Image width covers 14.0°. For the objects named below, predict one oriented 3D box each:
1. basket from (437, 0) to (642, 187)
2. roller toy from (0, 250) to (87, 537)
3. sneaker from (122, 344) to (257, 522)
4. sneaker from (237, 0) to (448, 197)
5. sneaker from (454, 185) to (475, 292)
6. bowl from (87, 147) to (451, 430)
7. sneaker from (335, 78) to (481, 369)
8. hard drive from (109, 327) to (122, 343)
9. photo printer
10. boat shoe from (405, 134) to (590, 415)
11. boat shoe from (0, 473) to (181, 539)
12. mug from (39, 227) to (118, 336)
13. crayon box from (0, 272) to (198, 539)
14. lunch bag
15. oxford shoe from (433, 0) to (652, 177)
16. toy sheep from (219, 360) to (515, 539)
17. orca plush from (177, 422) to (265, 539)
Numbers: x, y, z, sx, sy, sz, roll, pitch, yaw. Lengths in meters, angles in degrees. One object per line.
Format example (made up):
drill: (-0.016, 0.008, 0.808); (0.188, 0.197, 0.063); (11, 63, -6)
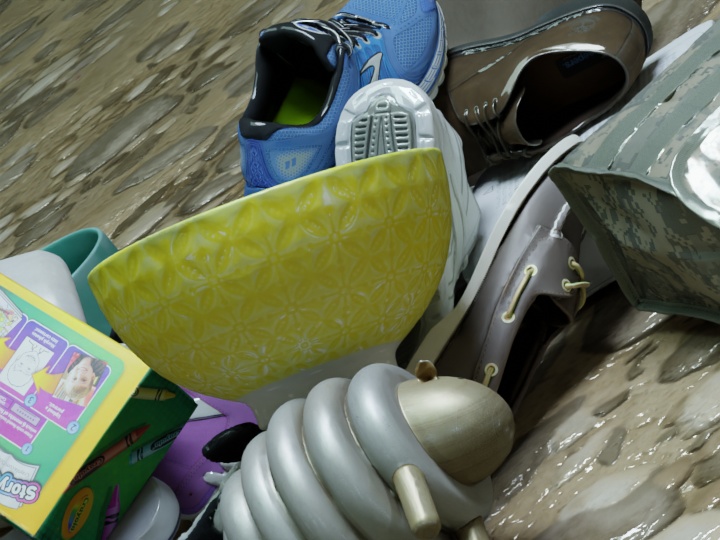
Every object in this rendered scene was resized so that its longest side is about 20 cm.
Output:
basket: (0.102, -0.138, 1.955); (0.179, 0.137, 0.200); (-2, 28, 3)
roller toy: (-0.230, 0.092, 1.863); (0.139, 0.201, 0.183); (-17, 31, -7)
sneaker: (-0.056, 0.097, 1.730); (0.199, 0.115, 0.073); (-5, -11, 17)
sneaker: (-0.011, -0.117, 1.702); (0.078, 0.089, 0.200); (8, 46, 26)
sneaker: (0.000, 0.001, 1.809); (0.114, 0.073, 0.200); (-11, 2, 36)
bowl: (-0.033, 0.020, 1.540); (0.199, 0.108, 0.200); (-19, -6, -2)
sneaker: (0.035, -0.003, 1.666); (0.078, 0.201, 0.099); (2, -6, 29)
hard drive: (-0.072, -0.009, 1.795); (0.139, 0.033, 0.200); (-36, 0, -23)
photo printer: (0.146, -0.053, 1.732); (0.199, 0.070, 0.167); (-33, 17, 15)
boat shoe: (0.089, 0.018, 1.605); (0.059, 0.072, 0.200); (24, 69, 23)
boat shoe: (-0.168, 0.182, 1.722); (0.200, 0.070, 0.071); (-32, 40, 29)
mug: (-0.221, 0.066, 2.084); (0.185, 0.115, 0.152); (-23, 21, 40)
crayon box: (-0.205, 0.074, 1.700); (0.200, 0.058, 0.119); (29, 79, 35)
lunch bag: (0.221, -0.056, 1.511); (0.164, 0.118, 0.200); (-41, 23, -17)
oxford shoe: (0.077, -0.095, 1.738); (0.199, 0.073, 0.085); (-31, 19, 23)
toy sheep: (-0.005, 0.122, 1.461); (0.200, 0.138, 0.138); (-36, 15, 16)
orca plush: (-0.054, 0.142, 1.609); (0.199, 0.105, 0.071); (-31, 48, 9)
